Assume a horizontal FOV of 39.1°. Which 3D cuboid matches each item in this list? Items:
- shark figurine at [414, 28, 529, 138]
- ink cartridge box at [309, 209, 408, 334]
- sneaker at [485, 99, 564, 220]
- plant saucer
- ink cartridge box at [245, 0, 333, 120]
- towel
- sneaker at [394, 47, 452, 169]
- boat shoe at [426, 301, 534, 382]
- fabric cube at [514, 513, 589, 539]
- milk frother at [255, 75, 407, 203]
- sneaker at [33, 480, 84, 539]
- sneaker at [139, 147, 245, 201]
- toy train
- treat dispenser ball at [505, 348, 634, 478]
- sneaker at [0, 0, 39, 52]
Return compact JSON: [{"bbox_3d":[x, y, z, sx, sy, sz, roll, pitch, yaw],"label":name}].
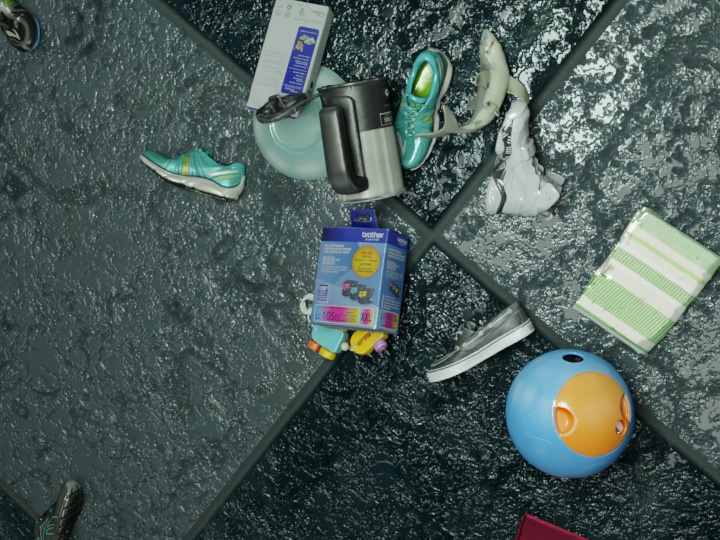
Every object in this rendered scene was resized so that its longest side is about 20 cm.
[{"bbox_3d":[0.182,-0.263,1.618,0.128,0.215,0.089,42,154,-22],"label":"shark figurine"},{"bbox_3d":[0.000,0.000,1.703,0.136,0.076,0.201,3,80,32],"label":"ink cartridge box"},{"bbox_3d":[0.270,-0.170,1.605,0.115,0.075,0.200,15,123,11],"label":"sneaker"},{"bbox_3d":[-0.101,-0.255,1.743,0.200,0.039,0.202,3,100,18],"label":"plant saucer"},{"bbox_3d":[-0.119,-0.352,1.705,0.099,0.039,0.201,16,87,16],"label":"ink cartridge box"},{"bbox_3d":[0.454,0.020,1.619,0.152,0.023,0.200,35,107,9],"label":"towel"},{"bbox_3d":[0.089,-0.263,1.650,0.077,0.080,0.201,17,105,16],"label":"sneaker"},{"bbox_3d":[0.189,0.118,1.696,0.200,0.072,0.068,-31,91,18],"label":"boat shoe"},{"bbox_3d":[0.313,0.557,1.663,0.196,0.200,0.200,22,105,15],"label":"fabric cube"},{"bbox_3d":[-0.048,-0.202,1.626,0.200,0.180,0.189,-1,103,42],"label":"milk frother"},{"bbox_3d":[-0.613,0.504,2.025,0.079,0.075,0.201,22,105,16],"label":"sneaker"},{"bbox_3d":[-0.298,-0.182,1.815,0.199,0.078,0.080,17,85,10],"label":"sneaker"},{"bbox_3d":[-0.005,0.078,1.766,0.200,0.056,0.151,-16,72,28],"label":"toy train"},{"bbox_3d":[0.330,0.225,1.599,0.200,0.201,0.202,3,100,18],"label":"treat dispenser ball"},{"bbox_3d":[-0.663,-0.484,1.865,0.071,0.083,0.200,-33,88,21],"label":"sneaker"}]
